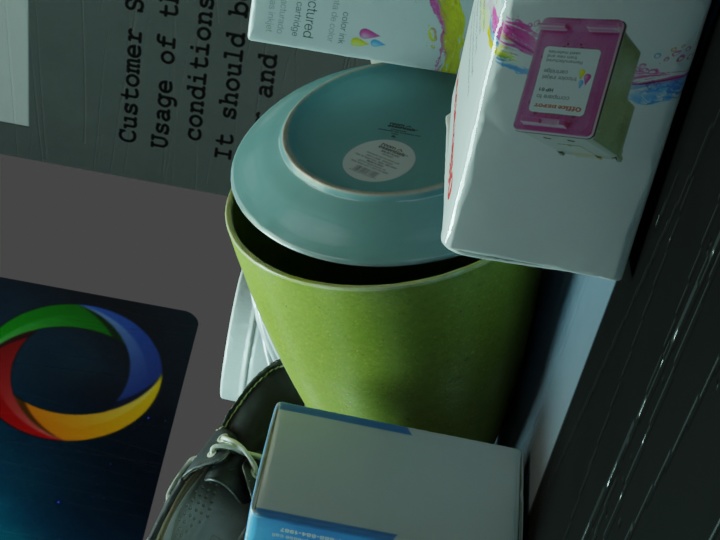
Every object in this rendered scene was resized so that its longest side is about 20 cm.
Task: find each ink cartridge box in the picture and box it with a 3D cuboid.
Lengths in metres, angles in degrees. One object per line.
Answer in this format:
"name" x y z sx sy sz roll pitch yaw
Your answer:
"ink cartridge box" 0.045 -0.196 0.832 0.083 0.199 0.146 -87 7 -57
"ink cartridge box" 0.003 0.183 0.844 0.084 0.144 0.201 -81 2 -48
"ink cartridge box" 0.095 -0.118 0.631 0.145 0.084 0.201 -82 4 -55

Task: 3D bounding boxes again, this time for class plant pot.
"plant pot" 0.026 0.035 0.886 0.188 0.186 0.201 -82 -13 -53

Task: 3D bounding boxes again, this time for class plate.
"plate" 0.023 -0.075 0.833 0.201 0.199 0.026 -82 -12 -50

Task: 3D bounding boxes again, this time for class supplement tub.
"supplement tub" -0.019 0.071 1.327 0.132 0.199 0.133 -169 90 -88

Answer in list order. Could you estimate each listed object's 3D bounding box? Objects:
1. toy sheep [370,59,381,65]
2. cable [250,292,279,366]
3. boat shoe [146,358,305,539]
"toy sheep" 0.067 -0.136 0.984 0.138 0.137 0.201 106 -172 -75
"cable" 0.000 0.000 1.030 0.200 0.069 0.201 -39 -62 -48
"boat shoe" -0.083 0.140 0.918 0.201 0.074 0.060 -58 -20 -10
